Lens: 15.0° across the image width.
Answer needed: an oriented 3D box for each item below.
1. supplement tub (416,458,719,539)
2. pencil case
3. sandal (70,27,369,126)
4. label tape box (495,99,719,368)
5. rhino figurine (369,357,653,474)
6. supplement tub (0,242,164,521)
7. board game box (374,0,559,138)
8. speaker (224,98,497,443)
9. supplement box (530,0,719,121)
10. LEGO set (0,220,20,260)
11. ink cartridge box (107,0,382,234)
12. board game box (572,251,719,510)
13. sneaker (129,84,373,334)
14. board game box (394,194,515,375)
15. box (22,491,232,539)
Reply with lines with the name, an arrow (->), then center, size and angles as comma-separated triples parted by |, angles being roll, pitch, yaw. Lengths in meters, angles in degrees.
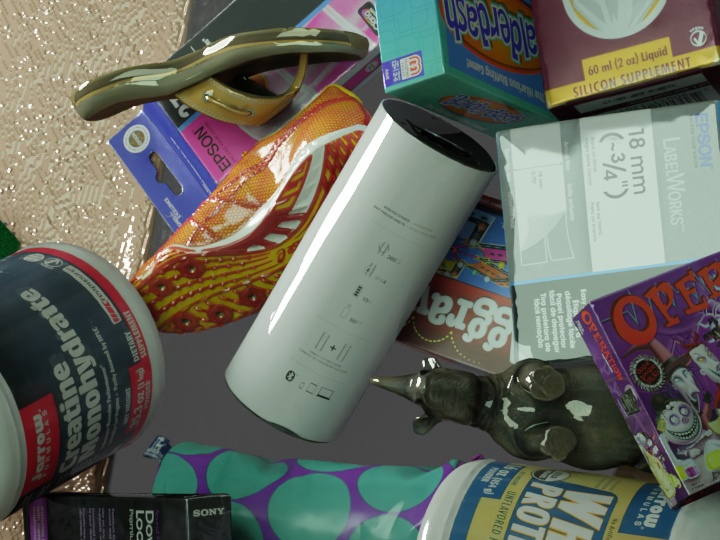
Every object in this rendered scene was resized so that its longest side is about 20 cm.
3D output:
supplement tub -> 0.140, 0.186, 1.522 | 0.199, 0.145, 0.145 | 6, 78, 22
pencil case -> -0.029, 0.146, 1.631 | 0.199, 0.085, 0.093 | 3, 44, 21
sandal -> -0.084, -0.111, 1.691 | 0.199, 0.080, 0.054 | -13, 87, 19
label tape box -> 0.185, -0.021, 1.589 | 0.199, 0.063, 0.145 | -8, 77, 14
rhino figurine -> 0.103, 0.079, 1.539 | 0.199, 0.087, 0.060 | 8, 88, -6
supplement tub -> -0.226, 0.076, 1.646 | 0.140, 0.200, 0.141 | 15, 118, 31
board game box -> 0.059, -0.188, 1.642 | 0.045, 0.152, 0.201 | -15, 73, 29
speaker -> 0.000, 0.000, 1.629 | 0.081, 0.081, 0.200 | 38, 109, 25
supplement box -> 0.159, -0.190, 1.645 | 0.110, 0.086, 0.201 | -14, 72, 18
LEGO set -> -0.315, 0.008, 1.744 | 0.115, 0.154, 0.201 | 13, 78, 23
ink cartridge box -> -0.069, -0.118, 1.744 | 0.200, 0.037, 0.095 | -42, 66, 9
board game box -> 0.227, 0.043, 1.516 | 0.199, 0.032, 0.120 | -20, 71, -28
sneaker -> -0.064, -0.033, 1.696 | 0.200, 0.073, 0.077 | -38, 33, 14
board game box -> 0.050, 0.000, 1.675 | 0.199, 0.019, 0.103 | 19, 85, 24
box -> -0.136, 0.202, 1.612 | 0.200, 0.036, 0.144 | -7, 86, 54
